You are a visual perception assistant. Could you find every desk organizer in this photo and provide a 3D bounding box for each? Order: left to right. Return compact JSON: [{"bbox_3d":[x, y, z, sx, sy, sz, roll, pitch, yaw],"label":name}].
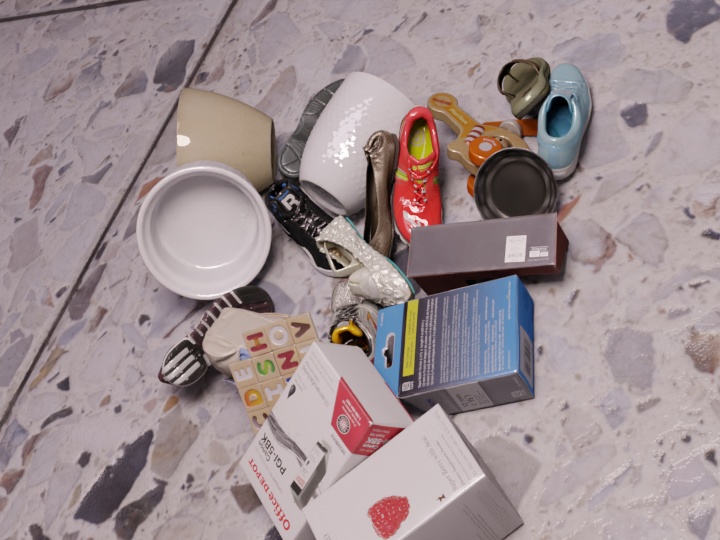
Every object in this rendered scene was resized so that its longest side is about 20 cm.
[{"bbox_3d":[0.166,-0.017,1.477,0.197,0.077,0.073,-5,65,24],"label":"desk organizer"}]

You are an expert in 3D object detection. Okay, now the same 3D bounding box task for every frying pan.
[{"bbox_3d":[0.194,-0.072,1.532,0.114,0.031,0.193,25,107,14],"label":"frying pan"}]

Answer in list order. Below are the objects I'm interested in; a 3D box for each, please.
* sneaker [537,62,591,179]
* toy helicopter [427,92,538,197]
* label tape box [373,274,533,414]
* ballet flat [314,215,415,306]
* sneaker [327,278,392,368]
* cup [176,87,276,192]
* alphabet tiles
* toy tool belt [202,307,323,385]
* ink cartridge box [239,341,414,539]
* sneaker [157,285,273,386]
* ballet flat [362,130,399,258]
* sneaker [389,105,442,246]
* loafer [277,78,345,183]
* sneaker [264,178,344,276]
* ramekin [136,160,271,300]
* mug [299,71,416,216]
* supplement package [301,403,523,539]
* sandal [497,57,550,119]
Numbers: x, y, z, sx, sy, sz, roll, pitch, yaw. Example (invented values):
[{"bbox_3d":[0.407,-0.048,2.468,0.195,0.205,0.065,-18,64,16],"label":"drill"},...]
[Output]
[{"bbox_3d":[0.280,-0.224,1.556,0.073,0.083,0.202,4,54,8],"label":"sneaker"},{"bbox_3d":[0.169,-0.199,1.626,0.131,0.080,0.200,-27,51,-20],"label":"toy helicopter"},{"bbox_3d":[0.116,0.101,1.428,0.197,0.066,0.145,-16,48,26],"label":"label tape box"},{"bbox_3d":[0.000,0.000,1.547,0.072,0.072,0.200,-41,45,-3],"label":"ballet flat"},{"bbox_3d":[-0.004,0.080,1.513,0.077,0.082,0.202,-29,43,11],"label":"sneaker"},{"bbox_3d":[-0.209,-0.191,1.824,0.141,0.202,0.203,-1,50,1],"label":"cup"},{"bbox_3d":[-0.074,0.160,1.440,0.165,0.203,0.008,-17,7,22],"label":"alphabet tiles"},{"bbox_3d":[-0.113,0.129,1.544,0.197,0.124,0.125,14,51,28],"label":"toy tool belt"},{"bbox_3d":[-0.043,0.210,1.360,0.147,0.082,0.202,50,117,40],"label":"ink cartridge box"},{"bbox_3d":[-0.222,0.097,1.663,0.199,0.076,0.115,-37,6,-29],"label":"sneaker"},{"bbox_3d":[0.019,-0.094,1.596,0.067,0.046,0.204,20,106,62],"label":"ballet flat"},{"bbox_3d":[0.078,-0.130,1.584,0.076,0.085,0.204,-3,82,-3],"label":"sneaker"},{"bbox_3d":[-0.068,-0.221,1.825,0.071,0.063,0.201,33,71,8],"label":"loafer"},{"bbox_3d":[-0.079,-0.068,1.667,0.073,0.112,0.199,-47,43,-8],"label":"sneaker"},{"bbox_3d":[-0.232,-0.068,1.712,0.199,0.202,0.098,-33,18,6],"label":"ramekin"},{"bbox_3d":[-0.016,-0.176,1.707,0.177,0.147,0.200,-56,16,-14],"label":"mug"},{"bbox_3d":[0.058,0.275,1.281,0.199,0.120,0.122,-38,44,2],"label":"supplement package"},{"bbox_3d":[0.226,-0.270,1.612,0.080,0.057,0.201,-50,9,16],"label":"sandal"}]
